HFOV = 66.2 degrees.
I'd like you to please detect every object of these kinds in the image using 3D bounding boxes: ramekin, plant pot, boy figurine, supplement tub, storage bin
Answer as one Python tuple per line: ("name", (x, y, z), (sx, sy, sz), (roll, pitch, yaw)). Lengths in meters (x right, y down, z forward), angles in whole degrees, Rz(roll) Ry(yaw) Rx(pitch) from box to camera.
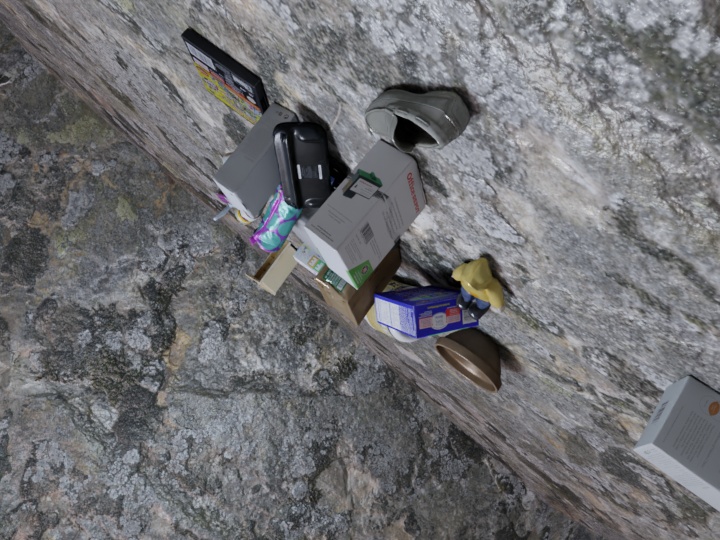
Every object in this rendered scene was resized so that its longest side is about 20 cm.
("ramekin", (-0.090, -0.107, 1.440), (0.200, 0.095, 0.203), (38, 167, 10))
("plant pot", (0.295, 0.218, 1.429), (0.199, 0.093, 0.201), (39, 168, 9))
("boy figurine", (0.228, 0.036, 1.067), (0.123, 0.065, 0.201), (39, 171, 17))
("supplement tub", (0.093, 0.104, 1.509), (0.144, 0.146, 0.198), (44, 166, -26))
("storage bin", (-0.360, -0.025, 2.276), (0.094, 0.202, 0.197), (42, 168, -32))

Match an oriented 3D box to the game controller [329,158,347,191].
("game controller", (-0.085, -0.209, 1.195), (0.104, 0.042, 0.200), (41, 168, -7))

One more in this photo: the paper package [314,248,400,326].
("paper package", (0.000, 0.000, 1.300), (0.102, 0.202, 0.192), (32, 165, 19))

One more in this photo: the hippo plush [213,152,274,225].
("hippo plush", (-0.306, -0.238, 1.522), (0.154, 0.207, 0.161), (9, -167, -10))

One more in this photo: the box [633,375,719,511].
("box", (0.543, 0.277, 0.830), (0.198, 0.125, 0.098), (35, 168, 21))

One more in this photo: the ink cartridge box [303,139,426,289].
("ink cartridge box", (0.014, -0.093, 0.938), (0.083, 0.201, 0.147), (34, 167, 27))

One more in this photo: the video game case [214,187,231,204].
("video game case", (-0.240, -0.226, 1.260), (0.036, 0.183, 0.199), (44, 168, -28))

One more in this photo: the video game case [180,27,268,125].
("video game case", (-0.271, -0.390, 1.159), (0.198, 0.026, 0.181), (37, 167, 11))

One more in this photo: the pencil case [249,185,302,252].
("pencil case", (-0.192, -0.139, 1.328), (0.091, 0.202, 0.086), (-10, -126, -45))

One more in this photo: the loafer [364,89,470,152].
("loafer", (0.060, -0.197, 0.738), (0.070, 0.070, 0.198), (46, 166, -30))

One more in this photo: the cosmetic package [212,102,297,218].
("cosmetic package", (-0.197, -0.220, 1.112), (0.073, 0.202, 0.102), (31, 166, 25))

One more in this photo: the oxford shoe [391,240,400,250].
("oxford shoe", (0.007, -0.123, 1.191), (0.197, 0.072, 0.086), (29, 148, 35))

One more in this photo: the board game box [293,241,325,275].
("board game box", (-0.075, -0.035, 1.552), (0.197, 0.136, 0.034), (34, 168, 21))

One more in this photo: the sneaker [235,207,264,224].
("sneaker", (-0.247, -0.213, 1.369), (0.074, 0.206, 0.089), (24, 154, -31))

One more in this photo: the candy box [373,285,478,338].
("candy box", (0.145, 0.088, 1.256), (0.199, 0.164, 0.080), (-166, 70, -66))

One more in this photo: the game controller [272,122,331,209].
("game controller", (-0.111, -0.201, 1.085), (0.203, 0.101, 0.043), (88, 176, -50))
